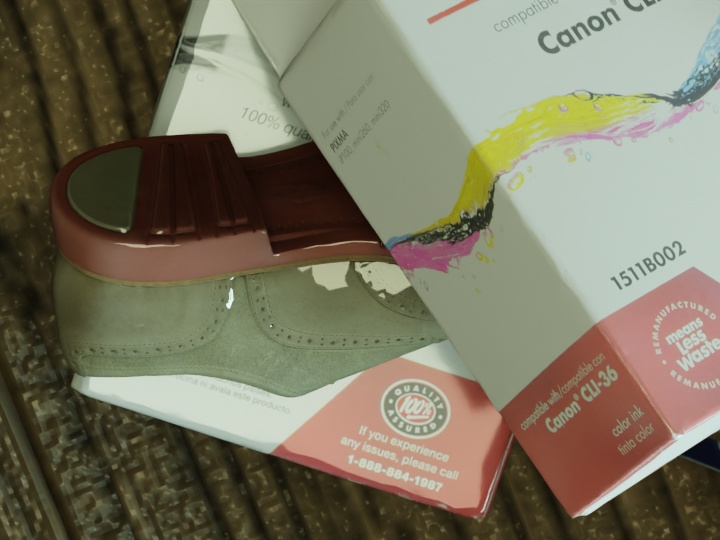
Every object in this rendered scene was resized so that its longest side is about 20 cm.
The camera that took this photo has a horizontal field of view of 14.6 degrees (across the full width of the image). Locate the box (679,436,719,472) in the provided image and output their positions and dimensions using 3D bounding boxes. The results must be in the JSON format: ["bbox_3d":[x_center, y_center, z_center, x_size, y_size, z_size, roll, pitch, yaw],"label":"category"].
[{"bbox_3d":[0.131,-0.032,0.931,0.032,0.121,0.201,-1,94,-13],"label":"box"}]

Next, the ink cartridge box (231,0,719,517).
[{"bbox_3d":[0.060,-0.044,0.829,0.116,0.068,0.200,-28,79,-34],"label":"ink cartridge box"}]

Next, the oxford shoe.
[{"bbox_3d":[0.000,0.000,0.883,0.199,0.071,0.075,2,128,-10],"label":"oxford shoe"}]

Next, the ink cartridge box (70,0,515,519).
[{"bbox_3d":[0.002,-0.037,0.943,0.146,0.083,0.201,18,93,-5],"label":"ink cartridge box"}]
